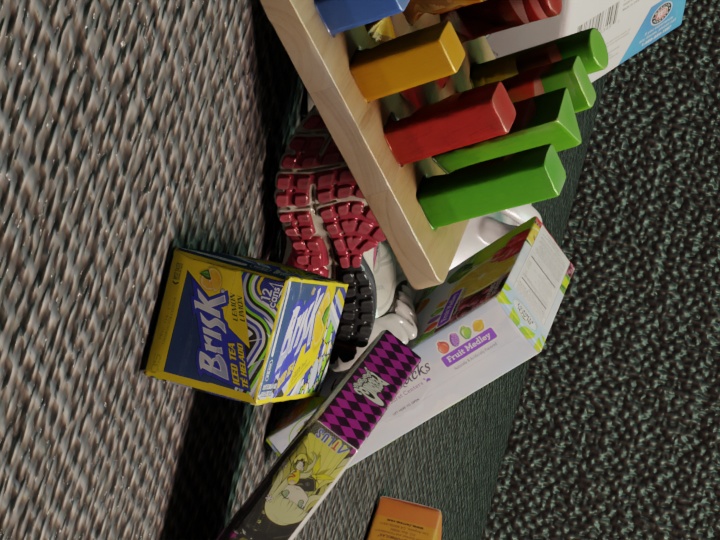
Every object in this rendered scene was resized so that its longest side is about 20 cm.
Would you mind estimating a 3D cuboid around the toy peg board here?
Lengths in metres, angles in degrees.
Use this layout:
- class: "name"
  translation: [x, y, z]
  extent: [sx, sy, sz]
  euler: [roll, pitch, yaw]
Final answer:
- class: "toy peg board"
  translation: [0.053, -0.133, 1.392]
  extent: [0.200, 0.097, 0.200]
  euler: [62, 29, -25]

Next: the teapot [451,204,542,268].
- class: "teapot"
  translation: [0.076, -0.009, 1.888]
  extent: [0.200, 0.145, 0.199]
  euler: [-56, 158, -65]

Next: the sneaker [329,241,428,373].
- class: "sneaker"
  translation: [0.000, 0.000, 1.672]
  extent: [0.200, 0.075, 0.081]
  euler: [-88, 153, -76]

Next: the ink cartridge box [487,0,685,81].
- class: "ink cartridge box"
  translation: [0.146, -0.257, 1.785]
  extent: [0.146, 0.146, 0.201]
  euler: [-33, 147, -30]

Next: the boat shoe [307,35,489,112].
- class: "boat shoe"
  translation: [0.036, -0.144, 1.567]
  extent: [0.200, 0.060, 0.074]
  euler: [-45, 143, -44]

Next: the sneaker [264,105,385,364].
- class: "sneaker"
  translation: [-0.018, -0.039, 1.492]
  extent: [0.075, 0.080, 0.201]
  euler: [-91, -168, -48]

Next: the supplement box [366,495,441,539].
- class: "supplement box"
  translation: [0.020, 0.313, 2.313]
  extent: [0.067, 0.068, 0.201]
  euler: [90, 15, -56]

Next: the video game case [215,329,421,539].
- class: "video game case"
  translation: [-0.044, 0.135, 1.481]
  extent: [0.182, 0.036, 0.200]
  euler: [-53, 179, 17]

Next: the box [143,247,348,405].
- class: "box"
  translation: [-0.058, 0.030, 1.349]
  extent: [0.200, 0.064, 0.071]
  euler: [9, 96, -82]

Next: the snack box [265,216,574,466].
- class: "snack box"
  translation: [0.042, 0.055, 1.686]
  extent: [0.199, 0.053, 0.142]
  euler: [-33, -170, 25]
